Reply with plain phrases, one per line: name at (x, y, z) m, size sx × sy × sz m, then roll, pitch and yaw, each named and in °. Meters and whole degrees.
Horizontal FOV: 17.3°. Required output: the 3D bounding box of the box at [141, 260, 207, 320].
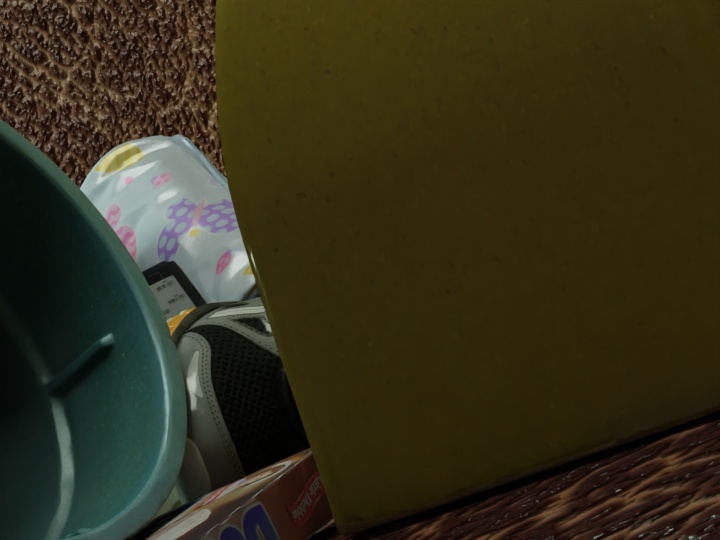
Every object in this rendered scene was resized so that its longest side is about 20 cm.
box at (-0.169, 0.088, 1.074) m, size 0.200 × 0.051 × 0.158 m, roll -27°, pitch -18°, yaw -31°

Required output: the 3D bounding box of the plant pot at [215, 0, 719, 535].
plant pot at (0.071, -0.066, 0.723) m, size 0.195 × 0.200 × 0.194 m, roll -23°, pitch 4°, yaw 37°

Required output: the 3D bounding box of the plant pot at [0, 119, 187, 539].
plant pot at (-0.196, 0.061, 0.780) m, size 0.196 × 0.200 × 0.200 m, roll -42°, pitch -6°, yaw 30°

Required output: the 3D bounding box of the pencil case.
pencil case at (-0.069, -0.002, 1.166) m, size 0.083 × 0.091 × 0.200 m, roll -1°, pitch 18°, yaw -31°

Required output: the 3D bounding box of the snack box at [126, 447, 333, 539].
snack box at (-0.073, 0.102, 0.684) m, size 0.072 × 0.024 × 0.200 m, roll -27°, pitch 2°, yaw 25°

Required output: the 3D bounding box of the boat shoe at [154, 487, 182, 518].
boat shoe at (-0.113, 0.083, 0.968) m, size 0.200 × 0.065 × 0.072 m, roll -25°, pitch 5°, yaw 37°

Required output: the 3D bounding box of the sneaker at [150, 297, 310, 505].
sneaker at (-0.012, 0.036, 0.868) m, size 0.077 × 0.078 × 0.200 m, roll -14°, pitch 10°, yaw 27°
